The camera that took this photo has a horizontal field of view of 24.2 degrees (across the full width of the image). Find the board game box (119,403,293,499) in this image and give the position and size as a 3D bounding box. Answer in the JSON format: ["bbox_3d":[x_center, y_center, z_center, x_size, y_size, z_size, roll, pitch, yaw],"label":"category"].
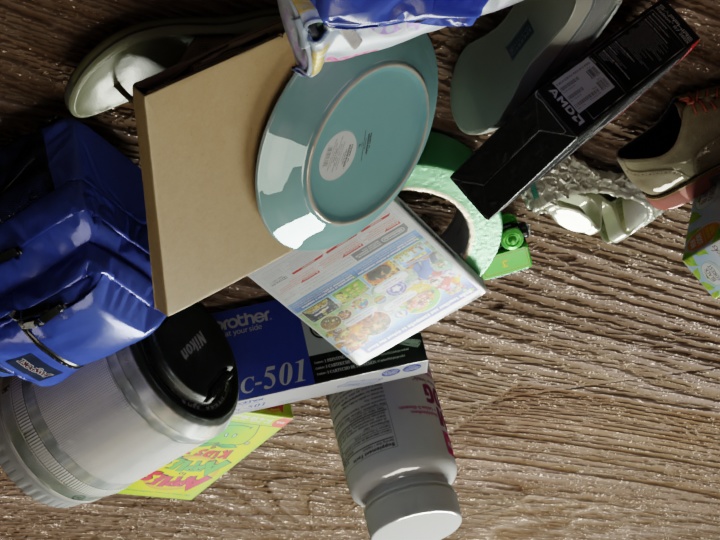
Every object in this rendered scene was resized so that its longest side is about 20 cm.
[{"bbox_3d":[-0.172,0.178,1.783,0.101,0.048,0.200,11,142,-38],"label":"board game box"}]

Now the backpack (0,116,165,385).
[{"bbox_3d":[-0.263,0.001,1.304,0.200,0.168,0.163,-24,143,16],"label":"backpack"}]

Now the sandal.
[{"bbox_3d":[-0.119,-0.147,1.235,0.201,0.057,0.080,-13,155,-9],"label":"sandal"}]

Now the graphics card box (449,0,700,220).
[{"bbox_3d":[0.168,-0.126,1.302,0.200,0.051,0.125,-39,177,-41],"label":"graphics card box"}]

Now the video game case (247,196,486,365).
[{"bbox_3d":[0.000,0.000,1.447,0.143,0.018,0.200,-31,136,18],"label":"video game case"}]

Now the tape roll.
[{"bbox_3d":[0.022,-0.036,1.463,0.200,0.048,0.201,-8,139,-7],"label":"tape roll"}]

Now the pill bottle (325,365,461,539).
[{"bbox_3d":[0.034,0.175,1.717,0.113,0.200,0.113,-11,151,-6],"label":"pill bottle"}]

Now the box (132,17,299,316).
[{"bbox_3d":[-0.091,-0.079,1.239,0.163,0.021,0.200,-29,138,-30],"label":"box"}]

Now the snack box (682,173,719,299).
[{"bbox_3d":[0.357,-0.073,1.452,0.142,0.200,0.053,-35,105,30],"label":"snack box"}]

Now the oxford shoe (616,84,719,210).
[{"bbox_3d":[0.313,-0.131,1.452,0.200,0.071,0.075,-39,123,21],"label":"oxford shoe"}]

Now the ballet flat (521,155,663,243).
[{"bbox_3d":[0.213,-0.058,1.535,0.200,0.072,0.072,13,141,-41],"label":"ballet flat"}]

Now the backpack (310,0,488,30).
[{"bbox_3d":[0.047,-0.241,1.043,0.200,0.163,0.168,-10,144,-29],"label":"backpack"}]

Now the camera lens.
[{"bbox_3d":[-0.223,0.112,1.531,0.200,0.160,0.160,-31,147,27],"label":"camera lens"}]

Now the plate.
[{"bbox_3d":[-0.001,-0.100,1.288,0.200,0.026,0.200,-34,141,-33],"label":"plate"}]

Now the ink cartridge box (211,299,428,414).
[{"bbox_3d":[-0.043,0.071,1.606,0.200,0.094,0.044,-13,158,-4],"label":"ink cartridge box"}]

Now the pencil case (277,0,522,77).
[{"bbox_3d":[0.037,-0.202,1.163,0.200,0.083,0.091,-20,-171,-9],"label":"pencil case"}]

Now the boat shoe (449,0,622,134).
[{"bbox_3d":[0.140,-0.170,1.301,0.071,0.070,0.201,-9,157,-31],"label":"boat shoe"}]

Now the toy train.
[{"bbox_3d":[0.066,-0.001,1.574,0.200,0.042,0.056,-16,121,3],"label":"toy train"}]
